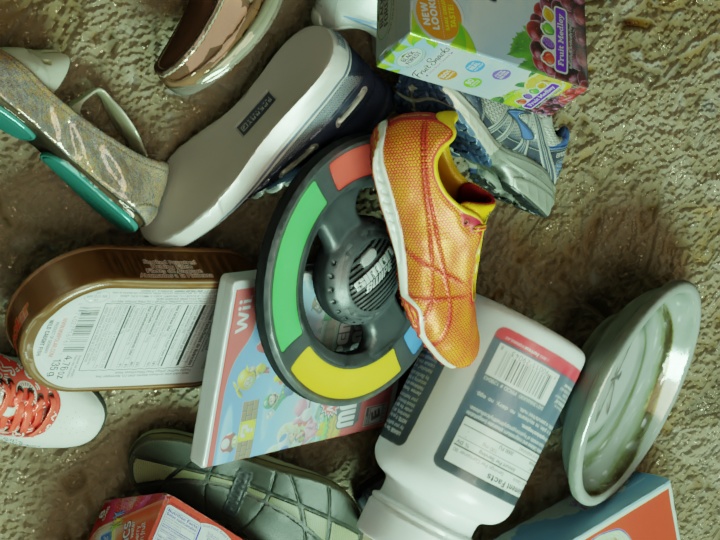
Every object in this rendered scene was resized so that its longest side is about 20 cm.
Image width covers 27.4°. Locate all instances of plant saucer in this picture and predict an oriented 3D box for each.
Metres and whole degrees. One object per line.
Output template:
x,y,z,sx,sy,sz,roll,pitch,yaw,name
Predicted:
0.211,0.093,1.212,0.200,0.050,0.201,-40,144,-38,plant saucer

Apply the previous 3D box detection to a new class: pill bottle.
0.080,0.128,1.142,0.119,0.119,0.201,29,86,-28,pill bottle

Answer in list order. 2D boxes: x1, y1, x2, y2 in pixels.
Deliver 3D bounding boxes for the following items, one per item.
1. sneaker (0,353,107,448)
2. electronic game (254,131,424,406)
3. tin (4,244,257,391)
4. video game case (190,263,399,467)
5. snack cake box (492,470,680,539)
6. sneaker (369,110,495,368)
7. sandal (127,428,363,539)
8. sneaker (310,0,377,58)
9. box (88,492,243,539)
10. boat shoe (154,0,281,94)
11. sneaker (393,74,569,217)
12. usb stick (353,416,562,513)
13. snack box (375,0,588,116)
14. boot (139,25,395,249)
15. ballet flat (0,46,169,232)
-0.259,0.092,1.019,0.201,0.108,0.068,30,97,-28,sneaker
0.000,0.000,1.065,0.199,0.041,0.202,-17,115,-43,electronic game
-0.152,0.037,1.046,0.199,0.042,0.112,0,135,-36,tin
-0.036,0.064,1.103,0.199,0.017,0.144,-7,114,-46,video game case
0.182,0.260,1.242,0.199,0.067,0.116,-22,106,-33,snack cake box
0.061,-0.015,1.033,0.076,0.073,0.201,-8,121,13,sneaker
-0.085,0.169,1.152,0.200,0.057,0.080,28,104,-13,sandal
0.052,-0.181,1.070,0.198,0.075,0.087,15,117,-23,sneaker
-0.117,0.261,1.129,0.200,0.095,0.100,38,58,-29,box
-0.082,-0.212,0.986,0.072,0.076,0.201,35,85,-31,boat shoe
0.095,-0.119,1.091,0.200,0.077,0.086,37,78,-52,sneaker
0.087,0.151,1.222,0.199,0.033,0.056,-31,118,-8,usb stick
0.082,-0.219,1.006,0.141,0.053,0.202,12,65,-25,snack box
-0.063,-0.077,1.057,0.200,0.073,0.090,-43,140,12,boot
-0.207,-0.107,0.998,0.200,0.068,0.068,42,72,-34,ballet flat
